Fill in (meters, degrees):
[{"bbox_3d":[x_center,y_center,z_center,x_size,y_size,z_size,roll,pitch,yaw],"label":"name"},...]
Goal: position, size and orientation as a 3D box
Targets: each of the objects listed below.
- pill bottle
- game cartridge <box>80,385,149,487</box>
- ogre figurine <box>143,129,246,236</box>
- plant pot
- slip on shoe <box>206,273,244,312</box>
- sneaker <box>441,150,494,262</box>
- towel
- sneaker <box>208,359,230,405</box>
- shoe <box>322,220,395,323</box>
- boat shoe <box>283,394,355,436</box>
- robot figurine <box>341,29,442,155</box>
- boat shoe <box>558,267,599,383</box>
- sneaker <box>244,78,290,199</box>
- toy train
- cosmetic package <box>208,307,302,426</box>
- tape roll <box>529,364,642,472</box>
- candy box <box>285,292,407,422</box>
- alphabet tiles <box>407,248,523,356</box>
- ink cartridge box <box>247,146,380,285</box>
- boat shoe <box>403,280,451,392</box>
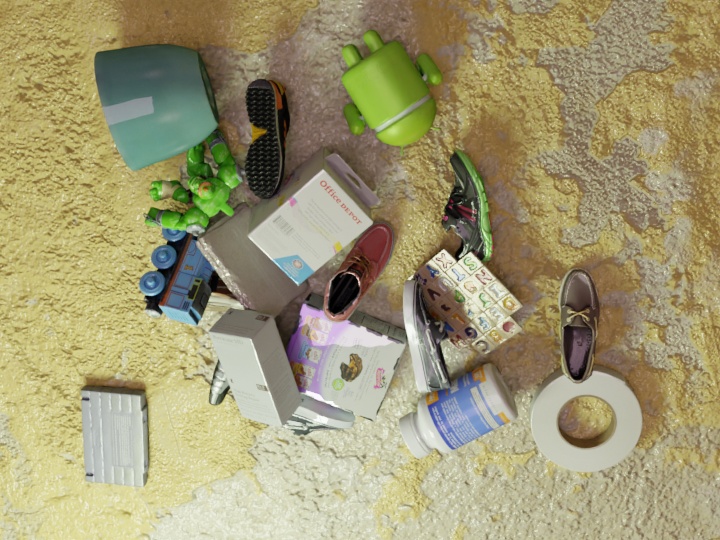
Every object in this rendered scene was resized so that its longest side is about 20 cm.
[{"bbox_3d":[0.173,0.259,1.575,0.199,0.112,0.112,-29,100,14],"label":"pill bottle"},{"bbox_3d":[-0.481,0.326,1.720,0.129,0.038,0.201,3,106,2],"label":"game cartridge"},{"bbox_3d":[-0.275,-0.143,1.504,0.120,0.200,0.098,32,153,30],"label":"ogre figurine"},{"bbox_3d":[-0.328,-0.282,1.452,0.160,0.201,0.201,-14,104,-1],"label":"plant pot"},{"bbox_3d":[-0.249,0.048,1.598,0.199,0.076,0.061,5,137,1],"label":"slip on shoe"},{"bbox_3d":[0.176,-0.105,1.493,0.083,0.077,0.201,-10,103,6],"label":"sneaker"},{"bbox_3d":[-0.191,-0.011,1.541,0.034,0.132,0.200,-21,106,52],"label":"towel"},{"bbox_3d":[-0.208,0.181,1.625,0.115,0.075,0.201,17,116,-11],"label":"sneaker"},{"bbox_3d":[0.000,0.000,1.504,0.071,0.091,0.201,31,84,2],"label":"shoe"},{"bbox_3d":[-0.109,0.277,1.637,0.199,0.072,0.068,10,108,4],"label":"boat shoe"},{"bbox_3d":[0.047,-0.294,1.435,0.175,0.116,0.200,-32,100,9],"label":"robot figurine"},{"bbox_3d":[0.379,0.096,1.515,0.071,0.060,0.201,3,93,11],"label":"boat shoe"},{"bbox_3d":[-0.147,-0.224,1.491,0.070,0.090,0.201,5,102,24],"label":"sneaker"},{"bbox_3d":[-0.308,-0.004,1.536,0.114,0.087,0.201,15,68,9],"label":"toy train"},{"bbox_3d":[-0.182,0.170,1.526,0.101,0.074,0.201,6,128,33],"label":"cosmetic package"},{"bbox_3d":[0.409,0.268,1.587,0.202,0.037,0.204,2,106,7],"label":"tape roll"},{"bbox_3d":[-0.033,0.158,1.595,0.199,0.072,0.168,22,107,2],"label":"candy box"},{"bbox_3d":[0.184,0.058,1.544,0.200,0.006,0.166,45,126,-6],"label":"alphabet tiles"},{"bbox_3d":[-0.075,-0.102,1.489,0.200,0.125,0.129,-38,112,14],"label":"ink cartridge box"},{"bbox_3d":[0.120,0.113,1.532,0.067,0.072,0.201,-9,92,14],"label":"boat shoe"}]
